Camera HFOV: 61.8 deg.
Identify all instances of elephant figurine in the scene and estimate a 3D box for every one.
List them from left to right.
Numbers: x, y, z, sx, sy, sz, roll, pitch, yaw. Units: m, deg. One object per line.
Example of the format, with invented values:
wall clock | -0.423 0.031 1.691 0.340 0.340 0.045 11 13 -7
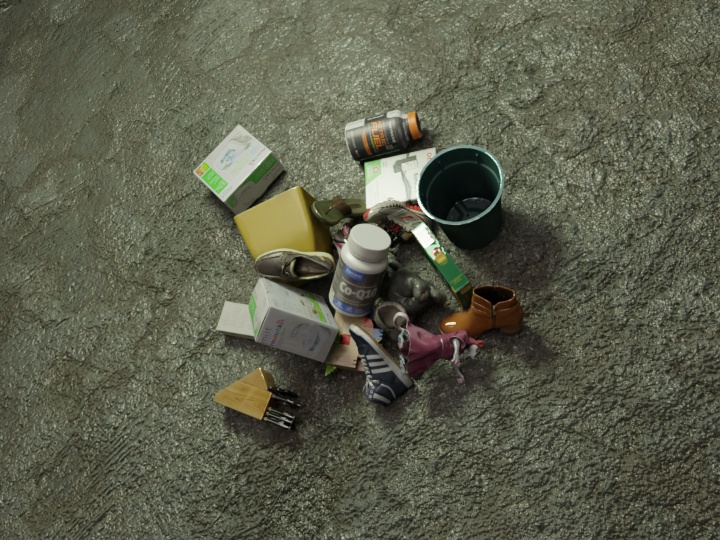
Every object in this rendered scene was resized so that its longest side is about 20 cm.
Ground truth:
elephant figurine | 0.099 0.108 1.418 0.201 0.141 0.155 -59 31 8

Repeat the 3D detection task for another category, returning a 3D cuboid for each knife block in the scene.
knife block | -0.246 0.342 1.479 0.199 0.064 0.177 -30 60 7

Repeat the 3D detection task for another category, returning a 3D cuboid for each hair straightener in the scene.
hair straightener | 0.068 -0.066 1.517 0.041 0.077 0.201 -25 21 43

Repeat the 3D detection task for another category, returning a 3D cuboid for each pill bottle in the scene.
pill bottle | 0.000 0.000 1.390 0.112 0.201 0.114 10 39 -8
pill bottle | 0.065 -0.373 1.641 0.198 0.106 0.108 -12 64 16

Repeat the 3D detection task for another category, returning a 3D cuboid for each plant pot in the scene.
plant pot | -0.178 -0.068 1.566 0.192 0.195 0.202 -24 78 10
plant pot | 0.250 -0.157 1.423 0.198 0.196 0.203 -8 66 17

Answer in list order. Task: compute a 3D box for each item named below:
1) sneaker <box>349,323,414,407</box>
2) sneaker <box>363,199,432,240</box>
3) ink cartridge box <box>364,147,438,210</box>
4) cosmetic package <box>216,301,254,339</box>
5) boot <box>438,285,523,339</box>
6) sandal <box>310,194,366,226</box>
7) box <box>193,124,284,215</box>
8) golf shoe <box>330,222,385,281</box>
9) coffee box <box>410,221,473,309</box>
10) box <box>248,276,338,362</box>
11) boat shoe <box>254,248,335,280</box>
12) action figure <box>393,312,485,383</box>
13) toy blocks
sneaker | 0.021 0.223 1.378 0.108 0.070 0.200 -44 97 -2
sneaker | 0.099 -0.121 1.485 0.078 0.198 0.083 -34 56 57
ink cartridge box | 0.117 -0.221 1.569 0.197 0.083 0.148 -10 65 16
cosmetic package | -0.277 0.139 1.586 0.198 0.051 0.083 7 68 24
boot | 0.259 0.095 1.332 0.197 0.156 0.077 1 59 22
sandal | -0.050 -0.169 1.555 0.080 0.200 0.058 51 131 18
box | -0.356 -0.292 1.770 0.200 0.097 0.176 -46 58 -4
golf shoe | -0.006 -0.026 1.549 0.092 0.072 0.201 -49 55 24
coffee box | 0.197 -0.011 1.426 0.044 0.123 0.201 -34 62 2
box | -0.163 0.109 1.427 0.098 0.175 0.200 -66 22 13
boat shoe | -0.161 -0.013 1.447 0.197 0.065 0.074 -4 103 4
action figure | 0.179 0.169 1.341 0.197 0.135 0.150 -10 58 -10
toy blocks | -0.001 0.165 1.455 0.135 0.100 0.202 7 71 11
